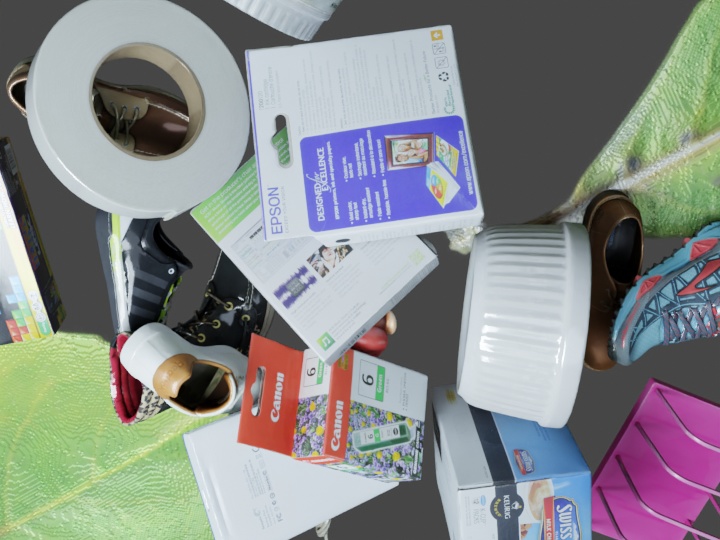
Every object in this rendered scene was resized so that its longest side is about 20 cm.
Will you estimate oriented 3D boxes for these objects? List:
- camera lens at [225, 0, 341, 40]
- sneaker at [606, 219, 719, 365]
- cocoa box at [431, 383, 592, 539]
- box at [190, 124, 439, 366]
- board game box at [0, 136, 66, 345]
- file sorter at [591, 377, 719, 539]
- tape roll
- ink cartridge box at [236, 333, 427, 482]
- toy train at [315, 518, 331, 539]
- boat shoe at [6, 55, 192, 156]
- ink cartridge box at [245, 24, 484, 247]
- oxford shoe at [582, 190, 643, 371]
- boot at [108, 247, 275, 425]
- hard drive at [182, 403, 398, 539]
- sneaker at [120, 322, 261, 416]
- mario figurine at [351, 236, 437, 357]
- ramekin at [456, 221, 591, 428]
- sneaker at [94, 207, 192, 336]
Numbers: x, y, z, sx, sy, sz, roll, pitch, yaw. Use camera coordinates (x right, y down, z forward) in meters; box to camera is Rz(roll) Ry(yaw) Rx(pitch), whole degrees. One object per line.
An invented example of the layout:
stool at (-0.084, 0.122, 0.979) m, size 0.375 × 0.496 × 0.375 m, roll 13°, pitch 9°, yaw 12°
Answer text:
camera lens at (-0.055, -0.318, 0.780) m, size 0.159 × 0.160 × 0.201 m, roll 28°, pitch 107°, yaw -13°
sneaker at (0.331, 0.031, 0.928) m, size 0.200 × 0.095 × 0.079 m, roll -39°, pitch 142°, yaw -14°
cocoa box at (0.153, 0.216, 0.972) m, size 0.130 × 0.200 × 0.134 m, roll -6°, pitch 111°, yaw -1°
box at (-0.044, -0.031, 0.882) m, size 0.144 × 0.036 × 0.200 m, roll -42°, pitch 76°, yaw -4°
board game box at (-0.406, -0.018, 0.931) m, size 0.164 × 0.057 × 0.201 m, roll -12°, pitch 111°, yaw 0°
file sorter at (0.353, 0.253, 1.036) m, size 0.138 × 0.126 × 0.201 m, roll 21°, pitch 108°, yaw -10°
tape roll at (-0.196, -0.147, 0.842) m, size 0.202 × 0.037 × 0.204 m, roll 5°, pitch 79°, yaw -31°
ink cartridge box at (-0.021, 0.133, 0.898) m, size 0.199 × 0.110 × 0.050 m, roll 24°, pitch 153°, yaw -40°
toy train at (-0.071, 0.248, 1.007) m, size 0.115 × 0.084 × 0.201 m, roll -22°, pitch 119°, yaw -44°
boat shoe at (-0.238, -0.143, 0.884) m, size 0.199 × 0.072 × 0.076 m, roll 15°, pitch 109°, yaw -8°
ink cartridge box at (0.001, -0.124, 0.862) m, size 0.199 × 0.043 × 0.199 m, roll -7°, pitch 71°, yaw -1°
oxford shoe at (0.258, 0.023, 0.975) m, size 0.071 × 0.071 × 0.201 m, roll -3°, pitch 113°, yaw -4°
boot at (-0.166, 0.058, 0.926) m, size 0.150 × 0.073 × 0.201 m, roll -13°, pitch 126°, yaw -45°
hard drive at (-0.065, 0.189, 0.929) m, size 0.199 × 0.025 × 0.133 m, roll -18°, pitch 92°, yaw -31°
sneaker at (-0.138, 0.113, 0.867) m, size 0.085 × 0.200 × 0.073 m, roll 36°, pitch 91°, yaw 28°
mario figurine at (0.000, 0.000, 0.963) m, size 0.123 × 0.106 × 0.201 m, roll 19°, pitch 100°, yaw 28°
ramekin at (0.155, 0.048, 0.916) m, size 0.104 × 0.200 × 0.201 m, roll 7°, pitch 110°, yaw 4°
sneaker at (-0.210, 0.015, 0.945) m, size 0.082 × 0.072 × 0.201 m, roll -8°, pitch 111°, yaw -1°
